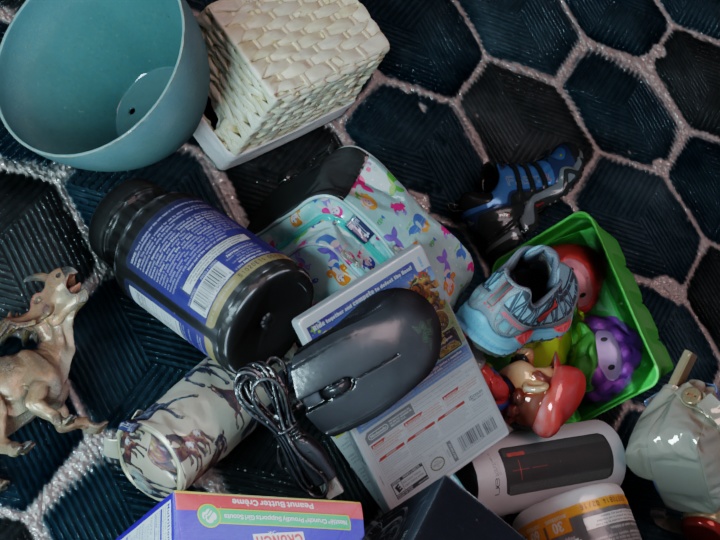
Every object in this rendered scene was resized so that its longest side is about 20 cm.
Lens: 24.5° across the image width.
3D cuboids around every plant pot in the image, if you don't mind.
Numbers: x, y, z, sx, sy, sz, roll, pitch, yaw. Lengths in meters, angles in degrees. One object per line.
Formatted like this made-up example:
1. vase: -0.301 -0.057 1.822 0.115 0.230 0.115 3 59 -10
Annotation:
1. plant pot: -0.218 -0.173 1.540 0.135 0.200 0.200 38 37 -59

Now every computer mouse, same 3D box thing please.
1. computer mouse: 0.002 0.091 1.424 0.200 0.053 0.139 -39 107 -23

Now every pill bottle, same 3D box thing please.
1. pill bottle: -0.147 -0.001 1.473 0.200 0.112 0.112 34 40 31
2. pill bottle: 0.230 0.314 1.587 0.116 0.116 0.200 -4 66 -36

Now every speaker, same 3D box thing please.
1. speaker: 0.164 0.197 1.636 0.200 0.081 0.081 -3 66 -36

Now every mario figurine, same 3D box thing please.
1. mario figurine: 0.120 0.104 1.614 0.200 0.123 0.106 1 98 -8

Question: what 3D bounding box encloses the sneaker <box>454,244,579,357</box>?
1. sneaker: 0.172 0.019 1.584 0.079 0.096 0.200 41 30 13

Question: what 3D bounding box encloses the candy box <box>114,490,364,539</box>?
1. candy box: -0.115 0.248 1.330 0.169 0.200 0.077 10 59 -30

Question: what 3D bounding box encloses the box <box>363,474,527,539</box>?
1. box: 0.026 0.304 1.407 0.104 0.182 0.200 39 48 -8

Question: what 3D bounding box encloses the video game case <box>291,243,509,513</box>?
1. video game case: 0.039 0.097 1.485 0.143 0.018 0.200 -32 105 -24

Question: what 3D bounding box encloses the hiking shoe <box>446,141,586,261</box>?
1. hiking shoe: 0.179 -0.098 1.825 0.087 0.074 0.200 47 48 -3

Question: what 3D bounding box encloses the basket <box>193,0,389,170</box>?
1. basket: -0.085 -0.212 1.678 0.200 0.123 0.136 -31 82 -41

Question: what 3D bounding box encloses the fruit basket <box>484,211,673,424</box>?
1. fruit basket: 0.206 0.057 1.717 0.216 0.155 0.216 35 38 -33

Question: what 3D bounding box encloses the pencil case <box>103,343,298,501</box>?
1. pencil case: -0.134 0.118 1.477 0.089 0.078 0.200 30 44 19

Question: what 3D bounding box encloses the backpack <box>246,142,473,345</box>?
1. backpack: 0.000 0.000 1.576 0.200 0.177 0.151 37 52 -20

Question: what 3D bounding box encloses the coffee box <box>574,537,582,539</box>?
1. coffee box: 0.148 0.328 1.465 0.080 0.200 0.113 -33 85 -39

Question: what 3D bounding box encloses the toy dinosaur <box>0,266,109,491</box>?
1. toy dinosaur: -0.298 0.097 1.380 0.200 0.086 0.136 -33 74 -26

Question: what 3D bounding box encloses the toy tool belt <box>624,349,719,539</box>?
1. toy tool belt: 0.347 0.180 1.698 0.200 0.125 0.123 60 42 -45

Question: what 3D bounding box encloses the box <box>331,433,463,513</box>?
1. box: 0.055 0.208 1.546 0.049 0.082 0.200 -33 85 -27
